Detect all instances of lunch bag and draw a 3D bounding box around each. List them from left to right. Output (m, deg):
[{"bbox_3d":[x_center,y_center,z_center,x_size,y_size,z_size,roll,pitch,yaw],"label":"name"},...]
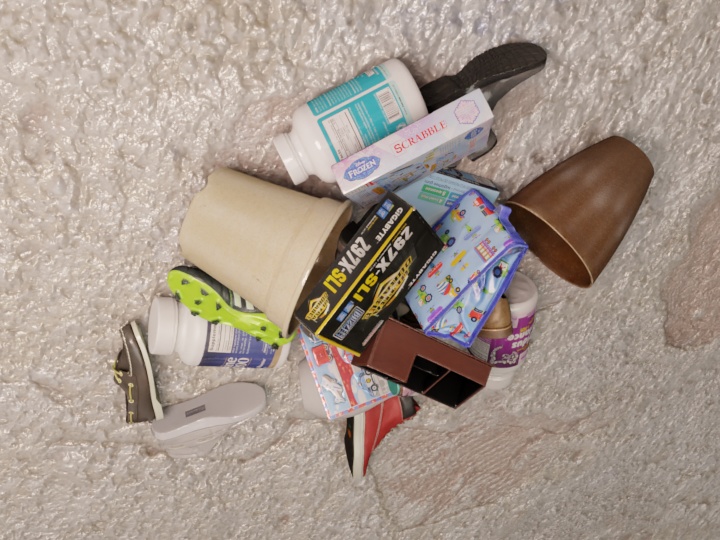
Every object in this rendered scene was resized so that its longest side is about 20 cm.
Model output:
[{"bbox_3d":[0.153,-0.017,1.114,0.093,0.151,0.201,18,117,-32],"label":"lunch bag"}]

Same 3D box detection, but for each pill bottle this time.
[{"bbox_3d":[-0.211,0.088,1.131,0.198,0.111,0.112,6,122,-25],"label":"pill bottle"},{"bbox_3d":[-0.015,-0.190,1.005,0.198,0.111,0.111,-27,130,0],"label":"pill bottle"},{"bbox_3d":[0.244,0.107,1.325,0.111,0.113,0.202,-9,128,-15],"label":"pill bottle"}]

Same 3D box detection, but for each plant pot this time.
[{"bbox_3d":[-0.132,-0.041,1.004,0.182,0.201,0.202,26,117,4],"label":"plant pot"},{"bbox_3d":[0.358,-0.110,1.187,0.200,0.187,0.187,-45,129,-5],"label":"plant pot"}]

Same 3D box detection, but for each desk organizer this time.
[{"bbox_3d":[0.092,0.139,1.117,0.198,0.072,0.078,26,77,-19],"label":"desk organizer"}]

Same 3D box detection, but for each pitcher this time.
[{"bbox_3d":[-0.003,0.187,1.290,0.197,0.123,0.172,-8,167,-4],"label":"pitcher"}]

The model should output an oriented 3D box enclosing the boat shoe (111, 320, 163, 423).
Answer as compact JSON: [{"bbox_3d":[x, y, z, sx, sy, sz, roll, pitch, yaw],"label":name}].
[{"bbox_3d":[-0.348,0.164,1.158,0.060,0.072,0.203,-14,131,-17],"label":"boat shoe"}]

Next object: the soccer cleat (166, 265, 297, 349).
[{"bbox_3d":[-0.178,0.041,1.071,0.199,0.082,0.068,28,130,-15],"label":"soccer cleat"}]

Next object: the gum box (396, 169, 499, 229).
[{"bbox_3d":[0.098,-0.068,1.182,0.168,0.045,0.201,11,119,-28],"label":"gum box"}]

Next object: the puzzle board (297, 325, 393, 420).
[{"bbox_3d":[-0.015,0.116,1.203,0.149,0.017,0.202,-20,85,-6],"label":"puzzle board"}]

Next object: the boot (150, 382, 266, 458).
[{"bbox_3d":[-0.246,0.258,1.277,0.198,0.074,0.096,-15,135,0],"label":"boot"}]

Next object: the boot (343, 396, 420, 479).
[{"bbox_3d":[0.044,0.304,1.419,0.143,0.073,0.202,-7,123,-19],"label":"boot"}]

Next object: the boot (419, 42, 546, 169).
[{"bbox_3d":[0.180,-0.235,1.087,0.198,0.070,0.132,-21,134,8],"label":"boot"}]

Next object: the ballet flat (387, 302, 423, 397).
[{"bbox_3d":[0.052,0.095,1.177,0.071,0.069,0.202,-19,88,-25],"label":"ballet flat"}]

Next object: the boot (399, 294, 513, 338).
[{"bbox_3d":[0.154,0.062,1.246,0.198,0.073,0.076,1,108,30],"label":"boot"}]

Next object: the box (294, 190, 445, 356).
[{"bbox_3d":[0.017,0.010,0.992,0.201,0.049,0.160,-52,153,0],"label":"box"}]

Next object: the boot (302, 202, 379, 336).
[{"bbox_3d":[0.000,0.000,1.093,0.199,0.069,0.175,-26,148,-46],"label":"boot"}]

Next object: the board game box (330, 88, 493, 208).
[{"bbox_3d":[0.071,-0.149,0.973,0.198,0.200,0.042,-27,87,6],"label":"board game box"}]
